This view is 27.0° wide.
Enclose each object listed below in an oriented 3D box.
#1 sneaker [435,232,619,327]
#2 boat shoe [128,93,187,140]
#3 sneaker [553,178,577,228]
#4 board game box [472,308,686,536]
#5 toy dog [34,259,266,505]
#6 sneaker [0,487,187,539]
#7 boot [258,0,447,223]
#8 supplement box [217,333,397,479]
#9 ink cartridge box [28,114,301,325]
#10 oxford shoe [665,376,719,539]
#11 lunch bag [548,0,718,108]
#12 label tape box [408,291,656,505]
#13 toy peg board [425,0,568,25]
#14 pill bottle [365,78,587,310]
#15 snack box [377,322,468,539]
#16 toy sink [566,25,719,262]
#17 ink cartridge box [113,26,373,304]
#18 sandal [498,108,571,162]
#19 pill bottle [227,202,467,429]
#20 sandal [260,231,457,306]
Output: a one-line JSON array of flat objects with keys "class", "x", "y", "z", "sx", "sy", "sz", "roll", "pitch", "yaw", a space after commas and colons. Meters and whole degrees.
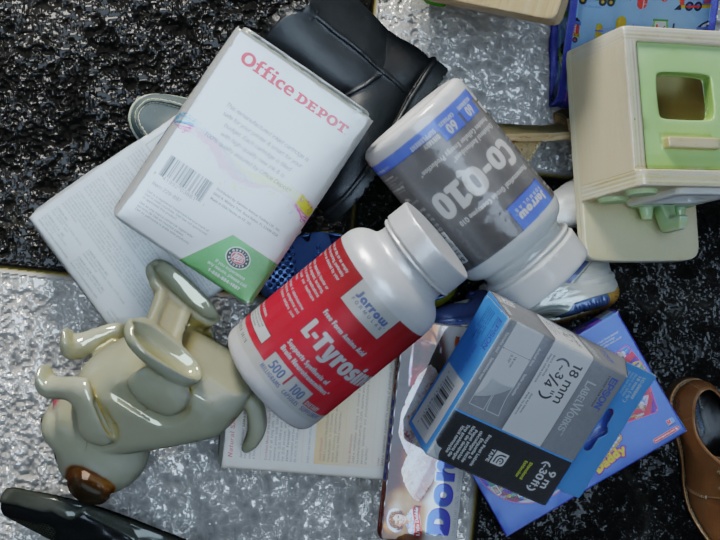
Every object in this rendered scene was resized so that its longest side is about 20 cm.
[{"class": "sneaker", "x": 0.147, "y": 0.017, "z": 1.448, "sx": 0.199, "sy": 0.075, "sz": 0.088, "roll": -14, "pitch": 80, "yaw": -15}, {"class": "boat shoe", "x": -0.130, "y": -0.108, "z": 1.418, "sx": 0.200, "sy": 0.062, "sz": 0.073, "roll": 33, "pitch": 86, "yaw": -4}, {"class": "sneaker", "x": 0.243, "y": -0.094, "z": 1.459, "sx": 0.199, "sy": 0.075, "sz": 0.089, "roll": -17, "pitch": 92, "yaw": -17}, {"class": "board game box", "x": 0.191, "y": 0.145, "z": 1.440, "sx": 0.200, "sy": 0.045, "sz": 0.135, "roll": -30, "pitch": 91, "yaw": 0}, {"class": "toy dog", "x": -0.201, "y": 0.118, "z": 1.345, "sx": 0.194, "sy": 0.140, "sz": 0.200, "roll": 38, "pitch": 117, "yaw": -26}, {"class": "sneaker", "x": -0.250, "y": 0.273, "z": 1.379, "sx": 0.199, "sy": 0.076, "sz": 0.115, "roll": 25, "pitch": 78, "yaw": -10}, {"class": "boot", "x": -0.033, "y": -0.168, "z": 1.423, "sx": 0.168, "sy": 0.076, "sz": 0.200, "roll": 35, "pitch": 77, "yaw": -8}, {"class": "supplement box", "x": -0.031, "y": 0.128, "z": 1.413, "sx": 0.199, "sy": 0.074, "sz": 0.126, "roll": 6, "pitch": 88, "yaw": -7}, {"class": "ink cartridge box", "x": -0.181, "y": -0.044, "z": 1.396, "sx": 0.200, "sy": 0.047, "sz": 0.160, "roll": -35, "pitch": 100, "yaw": -1}, {"class": "oxford shoe", "x": 0.352, "y": 0.202, "z": 1.458, "sx": 0.071, "sy": 0.071, "sz": 0.201, "roll": -22, "pitch": 92, "yaw": -9}, {"class": "lunch bag", "x": 0.267, "y": -0.239, "z": 1.466, "sx": 0.150, "sy": 0.094, "sz": 0.201, "roll": 2, "pitch": 98, "yaw": -9}, {"class": "label tape box", "x": 0.166, "y": 0.127, "z": 1.341, "sx": 0.200, "sy": 0.063, "sz": 0.144, "roll": 25, "pitch": 103, "yaw": -22}, {"class": "toy peg board", "x": 0.136, "y": -0.329, "z": 1.409, "sx": 0.199, "sy": 0.098, "sz": 0.201, "roll": 16, "pitch": 85, "yaw": 26}, {"class": "pill bottle", "x": 0.107, "y": -0.064, "z": 1.355, "sx": 0.114, "sy": 0.114, "sz": 0.200, "roll": -41, "pitch": 97, "yaw": -7}, {"class": "snack box", "x": 0.062, "y": 0.148, "z": 1.374, "sx": 0.072, "sy": 0.024, "sz": 0.201, "roll": 7, "pitch": 88, "yaw": -9}, {"class": "toy sink", "x": 0.276, "y": -0.112, "z": 1.369, "sx": 0.130, "sy": 0.112, "sz": 0.201, "roll": 0, "pitch": 84, "yaw": -23}, {"class": "ink cartridge box", "x": -0.105, "y": -0.095, "z": 1.330, "sx": 0.145, "sy": 0.088, "sz": 0.200, "roll": 34, "pitch": 91, "yaw": -11}, {"class": "sandal", "x": 0.148, "y": -0.109, "z": 1.445, "sx": 0.211, "sy": 0.078, "sz": 0.070, "roll": -9, "pitch": 105, "yaw": 0}, {"class": "pill bottle", "x": -0.009, "y": 0.036, "z": 1.301, "sx": 0.200, "sy": 0.112, "sz": 0.112, "roll": -40, "pitch": 92, "yaw": 10}, {"class": "sandal", "x": 0.000, "y": 0.000, "z": 1.418, "sx": 0.199, "sy": 0.087, "sz": 0.080, "roll": -3, "pitch": 90, "yaw": -5}]
